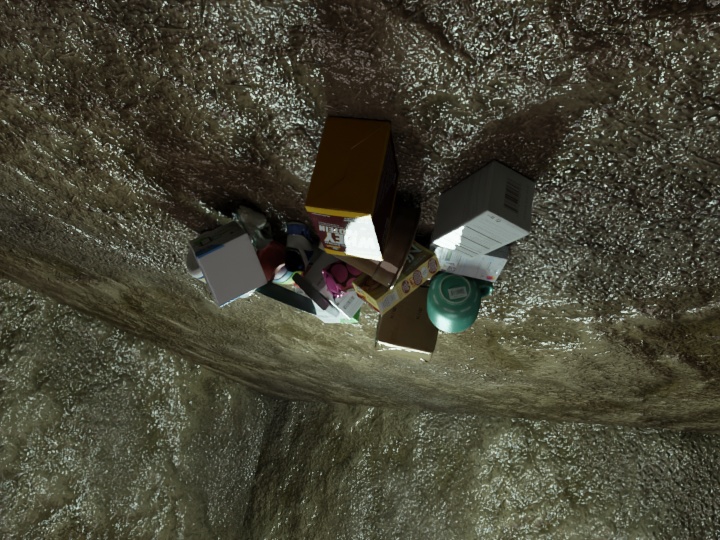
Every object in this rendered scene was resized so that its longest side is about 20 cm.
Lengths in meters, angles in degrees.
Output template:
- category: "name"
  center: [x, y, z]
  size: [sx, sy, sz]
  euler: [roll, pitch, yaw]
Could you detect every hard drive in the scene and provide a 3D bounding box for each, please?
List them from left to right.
- category: "hard drive"
  center: [-0.124, 0.073, 1.815]
  size: [0.132, 0.027, 0.200]
  euler: [44, 177, 11]

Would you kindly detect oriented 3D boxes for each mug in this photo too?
- category: "mug"
  center: [0.265, 0.064, 1.756]
  size: [0.150, 0.187, 0.115]
  euler: [30, 158, 19]

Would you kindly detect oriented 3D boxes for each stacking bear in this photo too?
- category: "stacking bear"
  center: [-0.214, -0.006, 1.885]
  size: [0.114, 0.122, 0.199]
  euler: [48, -170, 33]

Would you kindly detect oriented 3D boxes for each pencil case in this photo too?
- category: "pencil case"
  center: [0.000, 0.000, 1.664]
  size: [0.093, 0.197, 0.093]
  euler: [38, 149, 46]

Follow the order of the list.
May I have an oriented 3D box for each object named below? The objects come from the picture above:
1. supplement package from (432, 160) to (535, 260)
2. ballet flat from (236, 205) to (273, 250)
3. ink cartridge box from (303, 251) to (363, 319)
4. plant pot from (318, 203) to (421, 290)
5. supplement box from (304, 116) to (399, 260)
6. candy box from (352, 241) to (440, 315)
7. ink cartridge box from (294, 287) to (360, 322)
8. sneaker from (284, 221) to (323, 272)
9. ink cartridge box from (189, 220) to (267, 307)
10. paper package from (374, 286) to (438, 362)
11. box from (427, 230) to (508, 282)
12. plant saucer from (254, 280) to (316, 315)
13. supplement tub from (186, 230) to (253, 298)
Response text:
- category: "supplement package"
  center: [0.255, -0.120, 1.339]
  size: [0.115, 0.120, 0.199]
  euler: [21, 157, -22]
- category: "ballet flat"
  center: [-0.279, -0.123, 1.720]
  size: [0.069, 0.074, 0.201]
  euler: [9, 159, 9]
- category: "ink cartridge box"
  center: [-0.048, 0.024, 1.788]
  size: [0.085, 0.147, 0.200]
  euler: [36, 174, 37]
- category: "plant pot"
  center: [0.015, -0.087, 1.475]
  size: [0.193, 0.205, 0.201]
  euler: [22, 158, -3]
- category: "supplement box"
  center: [-0.009, -0.159, 1.283]
  size: [0.129, 0.203, 0.201]
  euler: [7, 158, 13]
- category: "candy box"
  center: [0.089, 0.012, 1.594]
  size: [0.115, 0.198, 0.056]
  euler: [35, 155, 48]
- category: "ink cartridge box"
  center: [-0.105, 0.096, 2.091]
  size: [0.142, 0.086, 0.200]
  euler: [-2, 153, 32]
- category: "sneaker"
  center: [-0.162, -0.037, 1.767]
  size: [0.078, 0.118, 0.200]
  euler: [3, 156, 24]
- category: "ink cartridge box"
  center: [-0.357, -0.023, 1.706]
  size: [0.199, 0.144, 0.150]
  euler: [32, 145, 65]
- category: "paper package"
  center: [0.147, 0.152, 1.931]
  size: [0.185, 0.206, 0.104]
  euler: [12, 158, 4]
- category: "box"
  center: [0.268, -0.033, 1.639]
  size: [0.194, 0.042, 0.157]
  euler: [12, 159, 5]
- category: "plant saucer"
  center: [-0.202, 0.068, 1.730]
  size: [0.195, 0.037, 0.200]
  euler: [22, 178, 1]
- category: "supplement tub"
  center: [-0.407, -0.013, 1.920]
  size: [0.142, 0.149, 0.198]
  euler: [-8, 151, 40]
